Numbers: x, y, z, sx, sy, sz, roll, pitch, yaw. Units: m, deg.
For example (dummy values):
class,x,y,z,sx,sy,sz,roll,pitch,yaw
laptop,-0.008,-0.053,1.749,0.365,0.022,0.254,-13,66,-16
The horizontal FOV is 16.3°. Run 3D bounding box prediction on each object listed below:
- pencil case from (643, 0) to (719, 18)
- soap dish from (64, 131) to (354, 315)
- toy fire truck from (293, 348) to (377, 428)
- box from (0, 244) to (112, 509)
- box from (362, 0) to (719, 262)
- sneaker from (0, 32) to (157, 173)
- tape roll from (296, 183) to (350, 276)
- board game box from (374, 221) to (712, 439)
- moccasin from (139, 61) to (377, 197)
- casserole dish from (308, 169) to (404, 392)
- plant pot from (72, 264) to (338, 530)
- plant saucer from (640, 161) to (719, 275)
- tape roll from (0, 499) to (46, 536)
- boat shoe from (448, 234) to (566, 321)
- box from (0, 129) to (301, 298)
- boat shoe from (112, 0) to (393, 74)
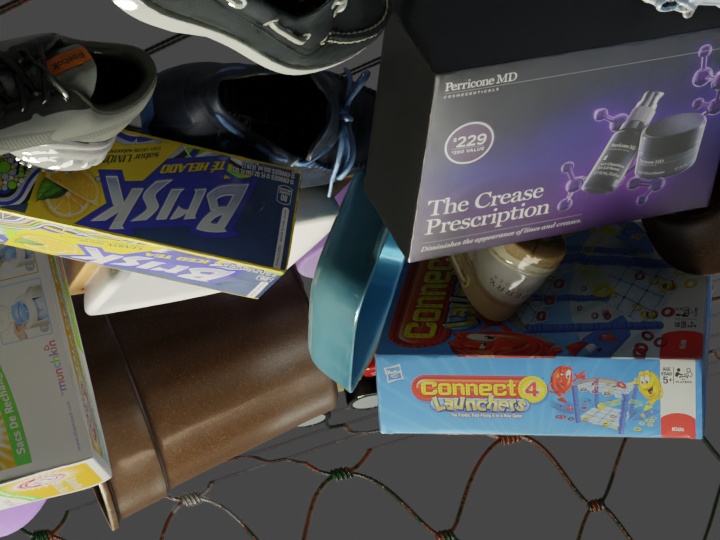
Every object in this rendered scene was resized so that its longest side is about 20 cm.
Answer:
class,x,y,z,sx,sy,sz,roll,pitch,yaw
pencil case,0.197,-0.170,1.300,0.083,0.091,0.200,-20,169,29
soap dish,-0.106,-0.038,1.630,0.157,0.081,0.200,-11,169,-19
toy fire truck,-0.025,0.077,2.329,0.176,0.129,0.200,-16,158,12
box,-0.227,0.040,1.542,0.101,0.200,0.112,-14,170,-2
box,0.112,-0.095,1.459,0.200,0.079,0.141,-11,132,-19
sneaker,-0.187,-0.090,1.284,0.079,0.074,0.200,-34,166,38
tape roll,0.046,-0.054,1.765,0.200,0.066,0.200,-15,171,-2
board game box,0.120,0.033,1.575,0.196,0.056,0.200,0,-155,9
moccasin,-0.039,-0.083,1.465,0.068,0.081,0.200,-7,178,41
casserole dish,0.000,0.000,1.597,0.039,0.121,0.200,20,158,5
plant pot,-0.135,0.069,1.924,0.198,0.200,0.200,-21,171,-10
plant saucer,0.232,-0.095,1.554,0.032,0.200,0.200,26,150,-27
tape roll,-0.287,0.087,1.721,0.066,0.200,0.200,-5,166,-44
boat shoe,0.069,-0.040,1.574,0.074,0.200,0.069,20,115,-21
box,-0.139,-0.040,1.412,0.200,0.064,0.070,12,163,-13
boat shoe,-0.038,-0.138,1.189,0.060,0.076,0.200,-14,173,35
